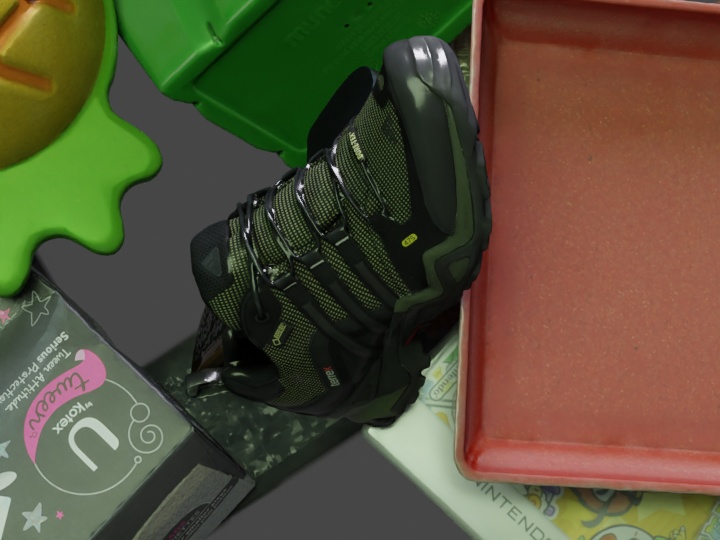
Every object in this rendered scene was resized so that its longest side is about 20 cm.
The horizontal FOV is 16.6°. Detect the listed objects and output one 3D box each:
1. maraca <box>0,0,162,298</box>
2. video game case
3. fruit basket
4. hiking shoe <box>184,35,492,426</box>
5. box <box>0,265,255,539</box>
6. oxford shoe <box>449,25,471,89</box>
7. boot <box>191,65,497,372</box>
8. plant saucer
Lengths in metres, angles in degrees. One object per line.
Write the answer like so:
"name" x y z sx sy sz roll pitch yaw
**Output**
"maraca" -0.164 -0.087 1.032 0.137 0.107 0.201 -24 79 -7
"video game case" 0.132 0.057 1.048 0.182 0.023 0.200 42 85 4
"fruit basket" -0.017 -0.171 1.095 0.215 0.155 0.216 -25 52 36
"hiking shoe" -0.013 -0.008 0.963 0.100 0.200 0.076 -2 46 -18
"box" -0.159 0.118 1.063 0.200 0.132 0.115 -46 72 -4
"oxford shoe" 0.098 -0.037 1.099 0.075 0.058 0.200 -44 83 -9
"boot" 0.000 0.000 1.073 0.097 0.200 0.075 20 49 -19
"plant saucer" 0.133 -0.008 1.009 0.199 0.037 0.201 4 82 -13
